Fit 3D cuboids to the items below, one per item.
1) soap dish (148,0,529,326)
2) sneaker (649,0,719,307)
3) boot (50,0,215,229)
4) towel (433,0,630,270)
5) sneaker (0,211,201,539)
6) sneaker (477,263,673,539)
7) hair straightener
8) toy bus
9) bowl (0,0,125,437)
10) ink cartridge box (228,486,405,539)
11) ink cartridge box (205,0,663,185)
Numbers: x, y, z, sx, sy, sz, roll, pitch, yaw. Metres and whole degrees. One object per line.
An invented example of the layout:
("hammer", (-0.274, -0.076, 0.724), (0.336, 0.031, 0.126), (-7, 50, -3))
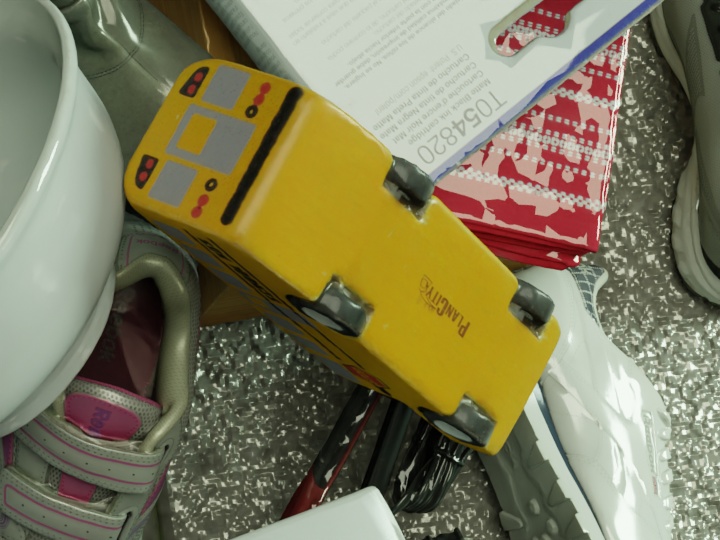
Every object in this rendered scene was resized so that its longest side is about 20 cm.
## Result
("soap dish", (-0.012, -0.088, 1.049), (0.157, 0.081, 0.201), (-9, 84, -16))
("sneaker", (0.179, -0.087, 1.112), (0.074, 0.079, 0.201), (0, 74, -13))
("boot", (-0.108, -0.096, 0.935), (0.200, 0.131, 0.068), (37, 75, 17))
("towel", (0.043, -0.109, 1.014), (0.144, 0.022, 0.201), (12, 77, -11))
("sneaker", (-0.114, 0.068, 0.974), (0.081, 0.088, 0.201), (13, 90, -11))
("sneaker", (0.104, 0.092, 1.049), (0.080, 0.076, 0.201), (-15, 80, -28))
("hair straightener", (0.014, 0.091, 1.017), (0.077, 0.041, 0.201), (28, 83, -7))
("toy bus", (0.000, 0.000, 0.923), (0.078, 0.200, 0.065), (19, 76, 37))
("bowl", (-0.154, 0.001, 0.897), (0.090, 0.201, 0.202), (43, 65, -35))
("ink cartridge box", (-0.078, 0.166, 0.884), (0.145, 0.200, 0.084), (-18, 77, -37))
("ink cartridge box", (0.024, -0.156, 0.985), (0.199, 0.041, 0.200), (-38, 90, -17))
